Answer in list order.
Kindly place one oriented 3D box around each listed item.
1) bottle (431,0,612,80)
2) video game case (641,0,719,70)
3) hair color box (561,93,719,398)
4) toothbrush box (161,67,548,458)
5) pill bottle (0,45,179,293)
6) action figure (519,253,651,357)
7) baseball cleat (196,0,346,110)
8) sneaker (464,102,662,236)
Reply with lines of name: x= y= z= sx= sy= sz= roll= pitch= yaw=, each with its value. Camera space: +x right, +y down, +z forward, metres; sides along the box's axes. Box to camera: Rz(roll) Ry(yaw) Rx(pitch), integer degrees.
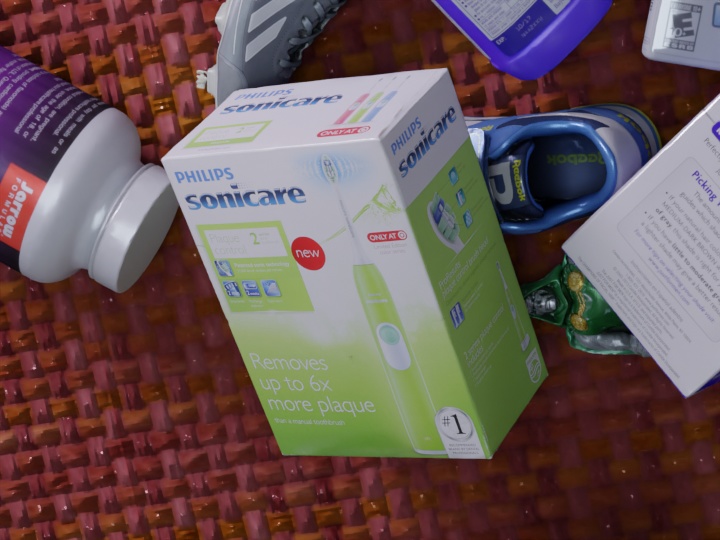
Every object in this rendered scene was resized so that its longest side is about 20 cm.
bottle: x=0.049 y=-0.196 z=1.087 sx=0.084 sy=0.065 sz=0.200 roll=-46 pitch=110 yaw=3
video game case: x=0.263 y=-0.188 z=1.065 sx=0.199 sy=0.024 sz=0.183 roll=8 pitch=103 yaw=-6
hair color box: x=0.215 y=-0.040 z=1.046 sx=0.200 sy=0.065 sz=0.109 roll=-45 pitch=76 yaw=26
toothbrush box: x=0.000 y=0.000 z=1.105 sx=0.145 sy=0.086 sz=0.201 roll=-2 pitch=119 yaw=33
pill bottle: x=-0.209 y=-0.067 z=1.178 sx=0.199 sy=0.112 sz=0.113 roll=29 pitch=105 yaw=7
action figure: x=0.185 y=0.014 z=1.135 sx=0.199 sy=0.055 sz=0.119 roll=-3 pitch=102 yaw=18
baseball cleat: x=-0.027 y=-0.161 z=1.142 sx=0.106 sy=0.070 sz=0.201 roll=14 pitch=104 yaw=11
sneaker: x=0.069 y=-0.053 z=1.133 sx=0.199 sy=0.082 sz=0.074 roll=-12 pitch=99 yaw=16
